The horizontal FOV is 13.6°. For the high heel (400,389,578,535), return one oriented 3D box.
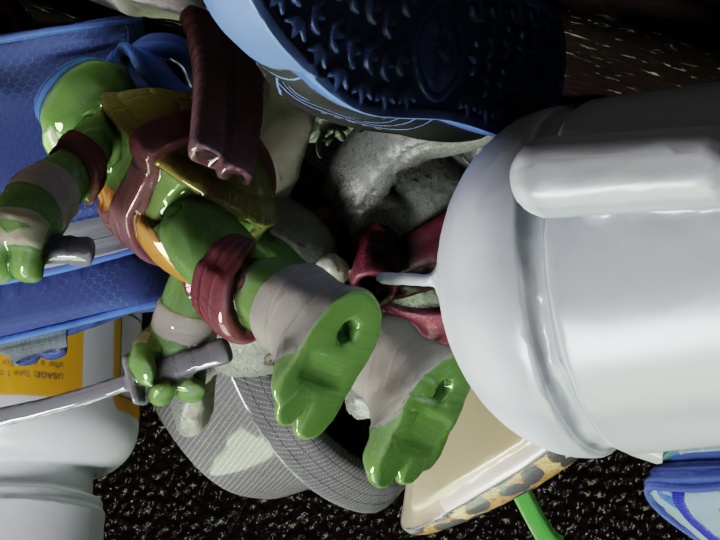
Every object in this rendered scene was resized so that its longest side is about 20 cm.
[{"bbox_3d":[0.109,0.039,1.167,0.071,0.200,0.142,46,-169,36],"label":"high heel"}]

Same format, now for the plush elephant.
[{"bbox_3d":[0.000,0.000,1.204,0.200,0.155,0.165,31,140,29],"label":"plush elephant"}]

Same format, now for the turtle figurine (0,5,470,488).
[{"bbox_3d":[-0.074,0.020,1.027,0.194,0.200,0.144,32,146,37],"label":"turtle figurine"}]

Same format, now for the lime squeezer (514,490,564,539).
[{"bbox_3d":[0.017,0.052,1.306,0.199,0.071,0.038,27,-147,-15],"label":"lime squeezer"}]

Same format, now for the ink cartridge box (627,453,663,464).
[{"bbox_3d":[0.190,0.044,1.352,0.199,0.117,0.067,17,177,4],"label":"ink cartridge box"}]

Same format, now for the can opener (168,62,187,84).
[{"bbox_3d":[-0.137,-0.090,1.473,0.199,0.079,0.064,11,134,35],"label":"can opener"}]

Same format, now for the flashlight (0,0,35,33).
[{"bbox_3d":[-0.193,-0.112,1.299,0.067,0.068,0.200,-10,170,7],"label":"flashlight"}]

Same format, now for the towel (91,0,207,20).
[{"bbox_3d":[-0.142,-0.132,1.058,0.132,0.035,0.200,14,174,35],"label":"towel"}]

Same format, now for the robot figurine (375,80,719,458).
[{"bbox_3d":[0.108,-0.002,0.947,0.199,0.114,0.170,-8,150,26],"label":"robot figurine"}]

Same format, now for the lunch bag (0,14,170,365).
[{"bbox_3d":[-0.145,-0.027,1.198,0.135,0.133,0.200,-9,-175,-7],"label":"lunch bag"}]

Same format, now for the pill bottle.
[{"bbox_3d":[-0.153,0.031,1.342,0.112,0.201,0.113,0,167,0],"label":"pill bottle"}]

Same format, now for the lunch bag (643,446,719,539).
[{"bbox_3d":[0.223,0.105,1.211,0.200,0.083,0.160,36,159,-27],"label":"lunch bag"}]

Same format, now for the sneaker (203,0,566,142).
[{"bbox_3d":[-0.010,-0.079,0.953,0.078,0.071,0.200,6,171,31],"label":"sneaker"}]

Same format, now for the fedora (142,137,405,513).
[{"bbox_3d":[-0.047,0.024,1.394,0.090,0.201,0.177,-23,-179,28],"label":"fedora"}]
